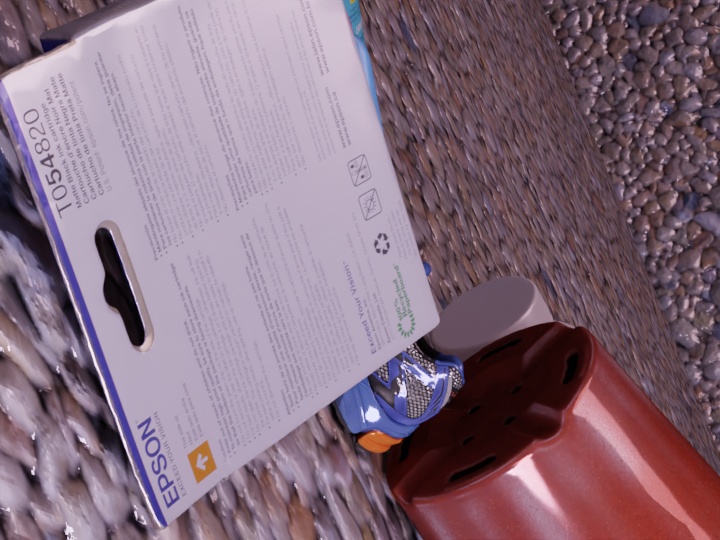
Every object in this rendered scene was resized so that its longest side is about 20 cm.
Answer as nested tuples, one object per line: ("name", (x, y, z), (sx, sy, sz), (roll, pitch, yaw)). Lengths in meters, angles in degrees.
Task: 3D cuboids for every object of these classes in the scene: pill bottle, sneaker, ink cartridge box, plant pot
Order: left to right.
("ink cartridge box", (-0.062, -0.023, 0.786), (0.200, 0.040, 0.200), (-33, 113, -43))
("sneaker", (0.000, 0.000, 1.061), (0.201, 0.078, 0.075), (66, 13, 0))
("pill bottle", (0.129, 0.107, 1.303), (0.200, 0.111, 0.111), (59, 15, -24))
("plant pot", (0.128, 0.149, 1.093), (0.195, 0.200, 0.201), (52, 17, -19))

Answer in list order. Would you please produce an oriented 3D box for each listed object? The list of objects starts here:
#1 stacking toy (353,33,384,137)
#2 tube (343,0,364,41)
("stacking toy", (-0.078, -0.059, 0.857), (0.200, 0.109, 0.117), (2, 79, -62))
("tube", (-0.013, -0.128, 1.270), (0.078, 0.050, 0.201), (-83, 163, -58))
